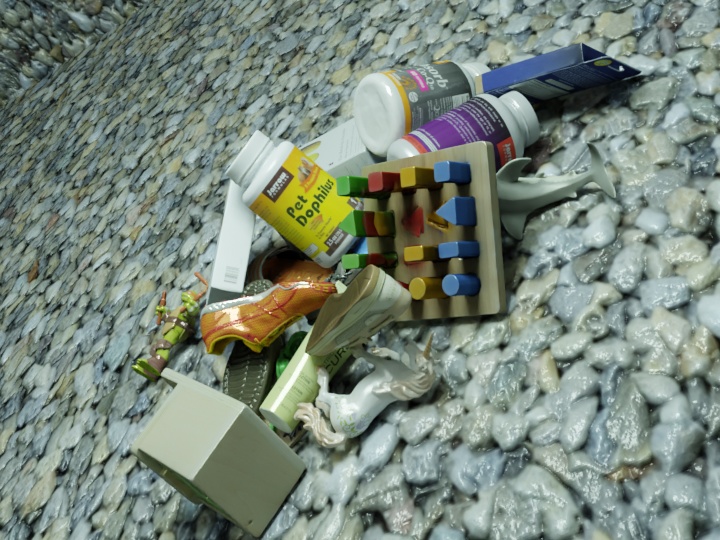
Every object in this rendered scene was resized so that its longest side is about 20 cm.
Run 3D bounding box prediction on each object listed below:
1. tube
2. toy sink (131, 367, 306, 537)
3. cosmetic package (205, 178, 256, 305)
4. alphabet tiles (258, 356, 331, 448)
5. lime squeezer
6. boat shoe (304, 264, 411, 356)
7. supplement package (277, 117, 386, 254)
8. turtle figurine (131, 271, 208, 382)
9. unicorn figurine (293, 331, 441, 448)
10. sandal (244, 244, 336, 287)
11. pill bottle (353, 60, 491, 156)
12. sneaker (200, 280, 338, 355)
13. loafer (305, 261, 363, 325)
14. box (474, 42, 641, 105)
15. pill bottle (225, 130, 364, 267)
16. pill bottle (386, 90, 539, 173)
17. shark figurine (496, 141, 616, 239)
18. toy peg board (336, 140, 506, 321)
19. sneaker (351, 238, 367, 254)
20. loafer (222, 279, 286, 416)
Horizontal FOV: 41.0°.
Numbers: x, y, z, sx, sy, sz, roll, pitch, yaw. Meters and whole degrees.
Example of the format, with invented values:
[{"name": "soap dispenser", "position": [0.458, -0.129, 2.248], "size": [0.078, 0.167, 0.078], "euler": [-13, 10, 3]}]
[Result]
[{"name": "tube", "position": [-0.053, 0.110, 1.226], "size": [0.051, 0.058, 0.201], "euler": [13, 57, 42]}, {"name": "toy sink", "position": [-0.186, 0.218, 1.167], "size": [0.198, 0.131, 0.113], "euler": [14, 60, 49]}, {"name": "cosmetic package", "position": [-0.190, -0.035, 1.441], "size": [0.151, 0.051, 0.204], "euler": [115, 164, -64]}, {"name": "alphabet tiles", "position": [-0.128, 0.197, 1.261], "size": [0.200, 0.008, 0.167], "euler": [-47, 32, -9]}, {"name": "lime squeezer", "position": [-0.079, 0.124, 1.270], "size": [0.070, 0.038, 0.201], "euler": [28, 68, 22]}, {"name": "boat shoe", "position": [-0.007, 0.060, 1.128], "size": [0.200, 0.064, 0.073], "euler": [-44, 23, 53]}, {"name": "supplement package", "position": [-0.044, -0.132, 1.474], "size": [0.197, 0.110, 0.115], "euler": [-25, 35, 22]}, {"name": "turtle figurine", "position": [-0.295, 0.093, 1.508], "size": [0.199, 0.064, 0.163], "euler": [-14, 44, 56]}, {"name": "unicorn figurine", "position": [0.016, 0.133, 1.141], "size": [0.201, 0.073, 0.137], "euler": [-54, 38, 6]}, {"name": "sandal", "position": [-0.114, -0.005, 1.441], "size": [0.204, 0.059, 0.080], "euler": [1, 49, 46]}, {"name": "pill bottle", "position": [0.097, -0.237, 1.382], "size": [0.197, 0.119, 0.116], "euler": [-17, 21, -31]}, {"name": "sneaker", "position": [-0.115, 0.062, 1.251], "size": [0.197, 0.073, 0.079], "euler": [-19, 75, 19]}, {"name": "loafer", "position": [0.000, 0.000, 1.300], "size": [0.198, 0.064, 0.072], "euler": [-31, 8, 10]}, {"name": "box", "position": [0.269, -0.266, 1.312], "size": [0.197, 0.120, 0.033], "euler": [-9, 83, 38]}, {"name": "pill bottle", "position": [-0.091, -0.104, 1.361], "size": [0.110, 0.199, 0.109], "euler": [-49, 11, 13]}, {"name": "pill bottle", "position": [0.140, -0.161, 1.294], "size": [0.198, 0.114, 0.112], "euler": [-30, 30, -13]}, {"name": "shark figurine", "position": [0.217, -0.086, 1.205], "size": [0.210, 0.128, 0.091], "euler": [-2, 71, 21]}, {"name": "toy peg board", "position": [0.062, -0.041, 1.165], "size": [0.197, 0.097, 0.205], "euler": [-7, 87, 41]}, {"name": "sneaker", "position": [0.044, -0.088, 1.362], "size": [0.200, 0.079, 0.066], "euler": [-47, 35, -8]}, {"name": "loafer", "position": [-0.134, 0.112, 1.304], "size": [0.075, 0.067, 0.204], "euler": [-7, 60, 27]}]
